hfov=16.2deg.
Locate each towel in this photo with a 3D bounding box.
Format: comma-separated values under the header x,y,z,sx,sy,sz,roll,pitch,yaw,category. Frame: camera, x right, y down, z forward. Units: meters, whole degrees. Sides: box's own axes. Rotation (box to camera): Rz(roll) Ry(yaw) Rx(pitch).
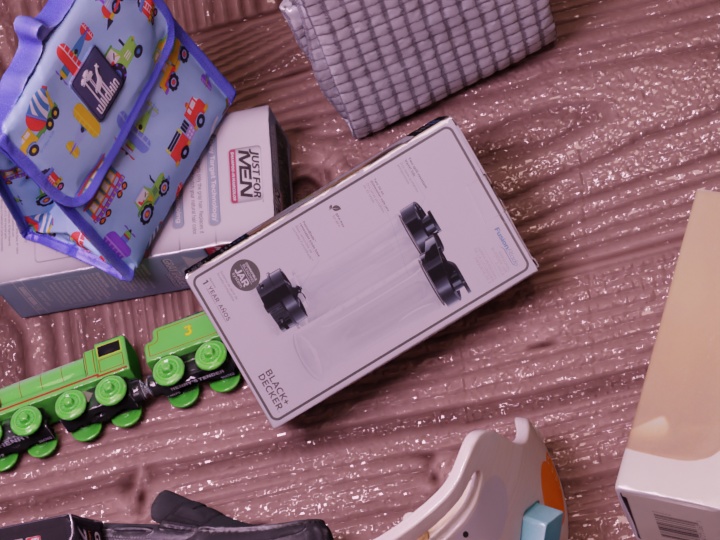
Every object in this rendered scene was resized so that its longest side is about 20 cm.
x,y,z,sx,sy,sz,roll,pitch,yaw,category
0.031,-0.189,1.647,0.165,0.200,0.086,-24,61,2,towel

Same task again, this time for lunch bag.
x,y,z,sx,sy,sz,roll,pitch,yaw,category
-0.177,-0.111,1.598,0.094,0.200,0.151,21,73,24,lunch bag

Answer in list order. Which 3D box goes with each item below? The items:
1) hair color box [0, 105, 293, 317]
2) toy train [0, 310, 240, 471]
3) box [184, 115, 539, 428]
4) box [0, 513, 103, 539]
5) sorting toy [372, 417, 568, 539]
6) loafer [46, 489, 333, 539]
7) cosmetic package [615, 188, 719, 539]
x,y,z,sx,sy,sz,roll,pitch,yaw,category
-0.146,-0.039,1.705,0.198,0.061,0.100,-10,64,11,hair color box
-0.171,0.077,1.671,0.199,0.042,0.057,-19,53,6,toy train
0.000,0.000,1.616,0.199,0.060,0.117,-32,95,-2,box
-0.246,0.266,1.567,0.199,0.050,0.200,-13,71,19,box
0.041,0.165,1.492,0.200,0.180,0.107,-38,62,-4,sorting toy
-0.114,0.172,1.594,0.199,0.068,0.071,-9,71,15,loafer
0.218,0.064,1.535,0.071,0.105,0.201,10,67,19,cosmetic package
